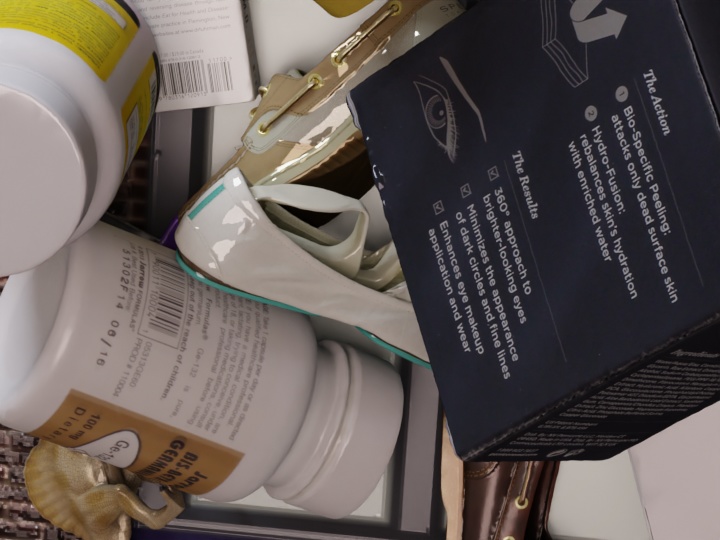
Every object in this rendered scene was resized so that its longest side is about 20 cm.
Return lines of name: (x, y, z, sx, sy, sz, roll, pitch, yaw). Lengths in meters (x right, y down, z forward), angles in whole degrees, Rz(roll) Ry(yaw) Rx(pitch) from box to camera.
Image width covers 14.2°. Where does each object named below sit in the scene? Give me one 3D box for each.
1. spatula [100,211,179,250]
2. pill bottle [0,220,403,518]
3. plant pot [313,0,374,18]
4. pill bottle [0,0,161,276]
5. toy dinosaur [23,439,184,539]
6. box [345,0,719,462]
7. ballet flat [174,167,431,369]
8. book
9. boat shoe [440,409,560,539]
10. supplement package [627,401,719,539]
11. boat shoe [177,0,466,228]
spatula: (-0.142, -0.027, 1.542, 0.199, 0.021, 0.057, 26, 90, 3)
pill bottle: (-0.084, 0.056, 1.484, 0.199, 0.114, 0.115, 22, 106, -24)
plant pot: (-0.013, -0.242, 1.383, 0.200, 0.200, 0.177, -33, 117, -2)
pill bottle: (-0.165, -0.073, 1.407, 0.114, 0.200, 0.115, 1, 108, 4)
toy dinosaur: (-0.137, 0.121, 1.570, 0.101, 0.058, 0.201, -21, 92, 26)
box: (0.122, -0.037, 1.344, 0.200, 0.117, 0.197, -32, 66, 37)
ballet flat: (0.000, 0.000, 1.474, 0.199, 0.069, 0.070, 21, 107, -29)
book: (-0.131, -0.180, 1.494, 0.133, 0.048, 0.201, -5, 105, 7)
boat shoe: (0.076, 0.157, 1.535, 0.070, 0.070, 0.201, 5, 104, 10)
supplement package: (0.243, 0.092, 1.475, 0.199, 0.120, 0.122, -13, 101, 9)
boat shoe: (-0.019, -0.076, 1.497, 0.200, 0.074, 0.067, -35, 67, 16)
